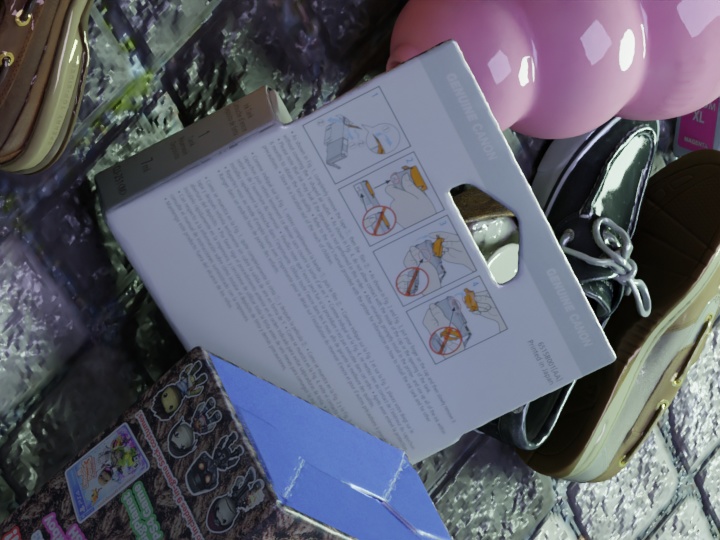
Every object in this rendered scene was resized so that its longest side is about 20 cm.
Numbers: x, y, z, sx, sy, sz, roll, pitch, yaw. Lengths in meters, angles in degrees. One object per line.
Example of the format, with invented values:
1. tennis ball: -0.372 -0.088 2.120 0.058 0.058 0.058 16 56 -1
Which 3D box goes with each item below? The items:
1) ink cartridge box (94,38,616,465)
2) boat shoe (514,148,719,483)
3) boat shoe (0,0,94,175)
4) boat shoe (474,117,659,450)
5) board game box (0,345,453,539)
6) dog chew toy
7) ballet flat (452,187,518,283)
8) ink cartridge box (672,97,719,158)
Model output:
1. ink cartridge box: 0.000 0.000 1.183 0.173 0.044 0.200 -27 122 3
2. boat shoe: 0.156 0.027 1.410 0.066 0.074 0.200 28 97 -50
3. boat shoe: -0.143 -0.134 1.039 0.068 0.072 0.200 -4 112 -46
4. boat shoe: 0.115 0.000 1.353 0.074 0.068 0.199 40 78 -46
5. board game box: -0.076 0.154 1.153 0.200 0.097 0.159 -42 139 16
6. dog chew toy: 0.101 -0.120 1.256 0.200 0.124 0.125 -21 122 -29
7. ballet flat: 0.019 0.012 1.266 0.200 0.071 0.071 -26 124 -35
8. ink cartridge box: 0.235 -0.161 1.425 0.119 0.042 0.200 -14 115 -41
